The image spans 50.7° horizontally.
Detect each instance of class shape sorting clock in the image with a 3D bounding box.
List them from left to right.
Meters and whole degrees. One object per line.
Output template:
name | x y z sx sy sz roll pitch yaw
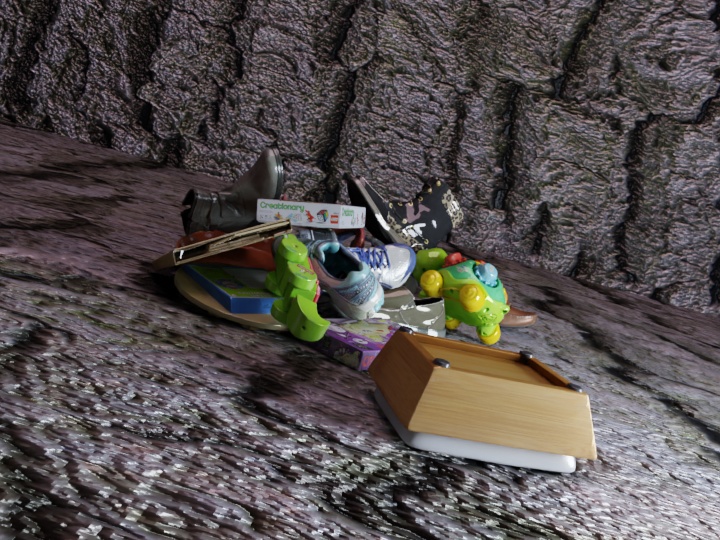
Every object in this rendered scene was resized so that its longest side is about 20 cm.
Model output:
shape sorting clock | -0.152 0.034 1.015 0.194 0.040 0.200 15 12 -3

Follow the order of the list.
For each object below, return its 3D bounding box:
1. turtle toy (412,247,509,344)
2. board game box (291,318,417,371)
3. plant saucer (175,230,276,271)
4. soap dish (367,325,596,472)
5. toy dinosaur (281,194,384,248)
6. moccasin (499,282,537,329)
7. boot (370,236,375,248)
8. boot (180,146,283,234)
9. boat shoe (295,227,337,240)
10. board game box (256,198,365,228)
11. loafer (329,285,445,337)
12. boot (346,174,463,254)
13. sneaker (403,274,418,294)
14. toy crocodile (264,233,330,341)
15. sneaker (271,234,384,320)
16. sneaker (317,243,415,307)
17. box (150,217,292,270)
turtle toy | 0.159 0.026 1.239 0.197 0.102 0.146 21 -21 34
board game box | 0.018 0.093 0.989 0.118 0.033 0.198 26 13 35
plant saucer | -0.195 -0.018 1.206 0.194 0.033 0.201 8 20 -3
soap dish | 0.118 0.124 0.759 0.194 0.084 0.157 12 9 -15
toy dinosaur | -0.057 -0.058 1.306 0.199 0.106 0.181 38 -23 -10
moccasin | 0.238 0.058 1.438 0.197 0.080 0.073 19 9 24
boot | 0.043 -0.032 1.402 0.075 0.160 0.199 17 8 18
boot | -0.203 -0.114 1.181 0.128 0.201 0.069 -3 59 -31
boat shoe | -0.068 -0.038 1.230 0.066 0.076 0.199 -10 -7 -7
board game box | -0.069 -0.085 1.151 0.122 0.036 0.200 5 4 10
loafer | 0.045 0.053 1.141 0.195 0.072 0.075 11 9 -26
boot | 0.082 -0.114 1.348 0.201 0.150 0.073 50 -19 -1
sneaker | 0.035 0.041 1.261 0.197 0.079 0.085 -4 29 -45
toy crocodile | -0.079 0.015 0.956 0.060 0.069 0.201 17 21 -20
sneaker | -0.050 -0.016 1.041 0.197 0.078 0.087 26 -30 32
sneaker | 0.000 0.000 1.147 0.195 0.077 0.089 -19 -20 -16
box | -0.195 -0.034 1.040 0.160 0.022 0.199 -18 5 -22
